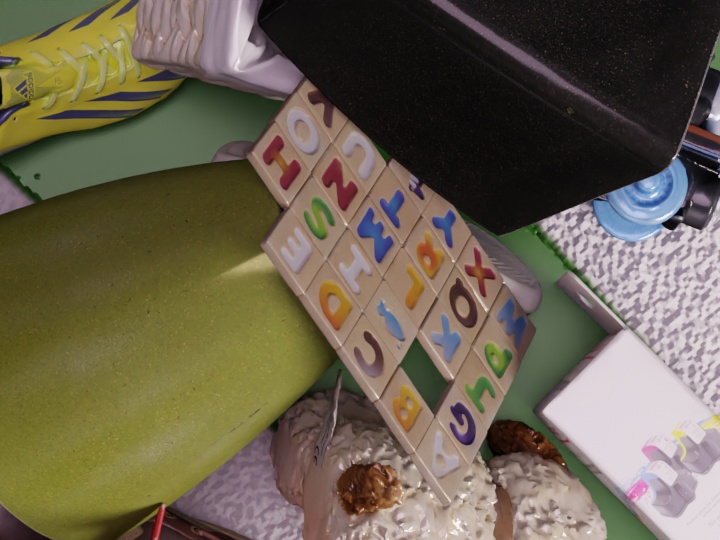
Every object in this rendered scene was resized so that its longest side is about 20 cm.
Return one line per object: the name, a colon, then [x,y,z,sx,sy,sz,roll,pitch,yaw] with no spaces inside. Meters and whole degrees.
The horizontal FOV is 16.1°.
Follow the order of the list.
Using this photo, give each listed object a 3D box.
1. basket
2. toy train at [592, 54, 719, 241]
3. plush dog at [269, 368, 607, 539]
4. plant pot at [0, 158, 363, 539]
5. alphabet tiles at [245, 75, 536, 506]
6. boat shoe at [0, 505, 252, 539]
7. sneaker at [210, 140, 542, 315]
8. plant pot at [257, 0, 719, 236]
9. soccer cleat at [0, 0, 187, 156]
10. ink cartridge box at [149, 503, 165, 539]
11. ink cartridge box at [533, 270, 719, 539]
basket: [-0.034,-0.188,1.380,0.135,0.123,0.200,13,86,-35]
toy train: [0.118,-0.094,1.415,0.200,0.087,0.114,21,82,2]
plush dog: [0.053,0.142,1.360,0.171,0.160,0.200,8,60,-20]
plant pot: [-0.092,0.023,1.325,0.200,0.187,0.187,-25,87,27]
alphabet tiles: [0.015,-0.004,1.300,0.008,0.167,0.200,-24,109,32]
boat shoe: [-0.137,0.153,1.411,0.200,0.072,0.072,21,88,2]
sneaker: [0.000,0.000,1.424,0.200,0.075,0.085,22,105,-1]
plant pot: [0.066,-0.155,1.261,0.177,0.199,0.200,25,73,-16]
soccer cleat: [-0.171,-0.107,1.419,0.200,0.084,0.065,-23,87,0]
ink cartridge box: [-0.100,0.237,1.338,0.067,0.116,0.200,12,123,-3]
ink cartridge box: [0.159,0.095,1.388,0.068,0.115,0.200,-45,87,-2]
